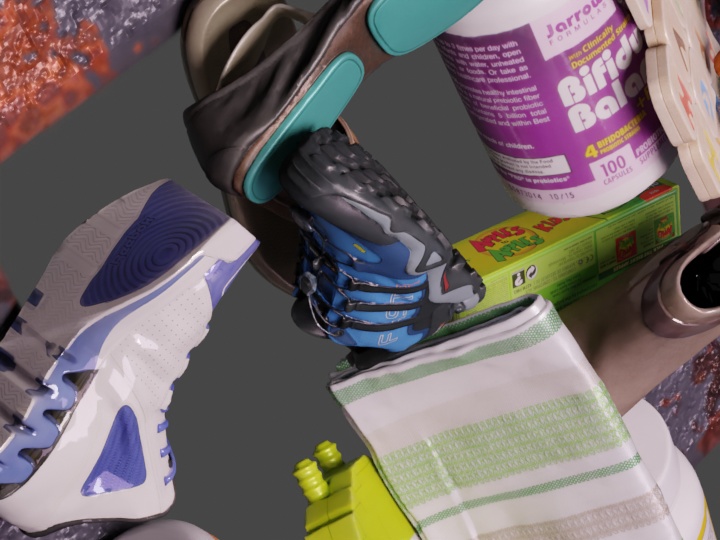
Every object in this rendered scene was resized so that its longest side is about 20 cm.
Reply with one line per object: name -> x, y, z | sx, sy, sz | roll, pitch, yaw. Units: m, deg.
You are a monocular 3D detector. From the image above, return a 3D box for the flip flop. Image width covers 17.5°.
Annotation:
flip flop -> -0.032, -0.061, 1.209 | 0.081, 0.057, 0.201 | -35, 126, -23

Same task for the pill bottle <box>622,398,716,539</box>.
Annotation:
pill bottle -> 0.154, 0.164, 1.390 | 0.114, 0.114, 0.201 | -43, 141, -18

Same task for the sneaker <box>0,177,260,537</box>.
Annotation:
sneaker -> -0.123, 0.057, 1.177 | 0.200, 0.080, 0.115 | -47, 134, -6

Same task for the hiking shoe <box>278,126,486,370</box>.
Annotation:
hiking shoe -> 0.000, 0.000, 1.168 | 0.087, 0.074, 0.200 | -42, 151, 2

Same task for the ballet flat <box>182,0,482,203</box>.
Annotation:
ballet flat -> -0.009, -0.121, 1.142 | 0.200, 0.068, 0.068 | -43, 155, -7

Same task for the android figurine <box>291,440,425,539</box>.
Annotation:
android figurine -> 0.022, 0.186, 1.292 | 0.041, 0.182, 0.201 | -28, 93, 16

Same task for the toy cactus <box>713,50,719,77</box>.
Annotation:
toy cactus -> 0.232, -0.168, 1.330 | 0.166, 0.102, 0.200 | 60, 31, -15

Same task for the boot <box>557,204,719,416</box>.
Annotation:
boot -> 0.154, 0.029, 1.267 | 0.200, 0.146, 0.070 | -40, 88, -18

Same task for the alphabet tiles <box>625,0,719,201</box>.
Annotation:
alphabet tiles -> 0.173, -0.140, 1.281 | 0.196, 0.014, 0.201 | 56, 27, -46

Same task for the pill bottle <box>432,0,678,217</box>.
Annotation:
pill bottle -> 0.094, -0.134, 1.247 | 0.112, 0.112, 0.201 | -43, 129, -18

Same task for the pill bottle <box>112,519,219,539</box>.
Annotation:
pill bottle -> -0.061, 0.224, 1.261 | 0.200, 0.113, 0.113 | 41, 80, -41

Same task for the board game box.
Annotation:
board game box -> 0.100, 0.023, 1.357 | 0.199, 0.048, 0.102 | -24, 122, -30

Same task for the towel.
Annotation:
towel -> 0.084, 0.118, 1.273 | 0.201, 0.148, 0.031 | 60, 35, -16
